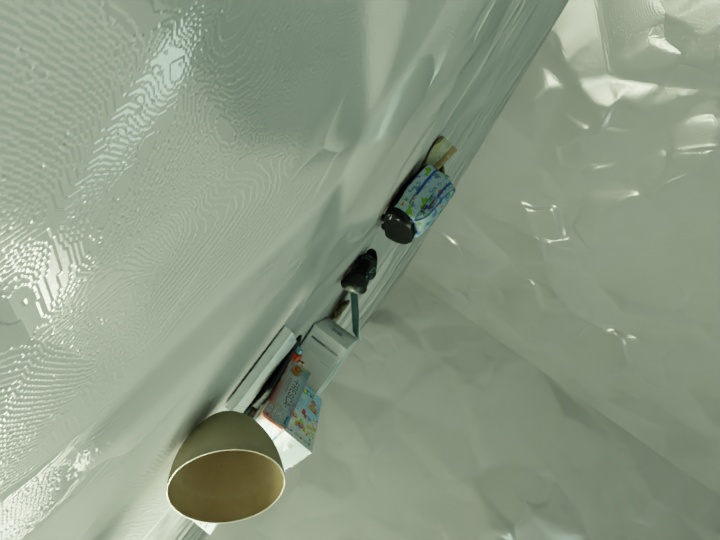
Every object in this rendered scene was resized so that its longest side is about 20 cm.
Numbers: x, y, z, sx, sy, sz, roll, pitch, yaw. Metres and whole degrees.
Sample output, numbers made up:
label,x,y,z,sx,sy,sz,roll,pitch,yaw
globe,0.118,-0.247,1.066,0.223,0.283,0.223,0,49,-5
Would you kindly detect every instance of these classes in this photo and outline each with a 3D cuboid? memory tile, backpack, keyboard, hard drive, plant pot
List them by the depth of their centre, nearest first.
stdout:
label,x,y,z,sx,sy,sz,roll,pitch,yaw
plant pot,-0.240,0.334,0.987,0.201,0.199,0.135,-58,-152,25
hard drive,-0.210,0.218,1.178,0.200,0.027,0.132,-54,173,-15
keyboard,-0.196,0.241,1.262,0.127,0.021,0.200,-45,-171,35
backpack,0.154,-0.177,1.425,0.163,0.153,0.201,83,29,-70
memory tile,-0.103,0.181,1.796,0.201,0.017,0.153,-56,173,9

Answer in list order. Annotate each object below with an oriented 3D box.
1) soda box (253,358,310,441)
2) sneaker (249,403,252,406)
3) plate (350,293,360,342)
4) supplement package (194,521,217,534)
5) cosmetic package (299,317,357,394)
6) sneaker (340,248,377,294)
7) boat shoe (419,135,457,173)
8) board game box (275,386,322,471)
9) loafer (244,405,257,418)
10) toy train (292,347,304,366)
label,x,y,z,sx,sy,sz,roll,pitch,yaw
soda box,-0.178,0.291,1.231,0.068,0.063,0.200,-48,-172,28
sneaker,-0.274,0.365,1.314,0.200,0.078,0.089,-47,149,-19
plate,-0.017,0.124,1.712,0.200,0.025,0.202,176,-90,-90
supplement package,-0.335,0.510,1.362,0.156,0.111,0.200,-60,171,31
cosmetic package,-0.122,0.262,1.614,0.201,0.123,0.199,-54,174,6
sneaker,0.000,0.000,1.483,0.200,0.075,0.080,-56,164,-65
boat shoe,0.200,-0.272,1.501,0.074,0.066,0.200,-50,171,-37
board game box,-0.182,0.396,1.422,0.103,0.105,0.200,-40,-164,21
loafer,-0.287,0.393,1.241,0.200,0.063,0.072,-49,179,12
toy train,-0.212,0.301,1.448,0.201,0.055,0.150,-56,173,3
